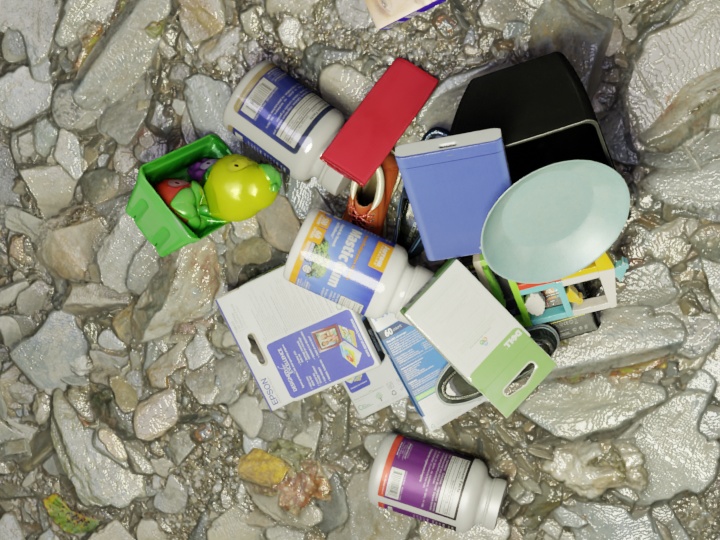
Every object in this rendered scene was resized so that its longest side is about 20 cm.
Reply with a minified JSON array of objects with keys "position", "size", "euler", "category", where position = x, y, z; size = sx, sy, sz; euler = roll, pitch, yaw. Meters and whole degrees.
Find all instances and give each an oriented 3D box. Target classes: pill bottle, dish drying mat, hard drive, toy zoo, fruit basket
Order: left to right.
[{"position":[-0.215,-0.124,1.623],"size":[0.215,0.216,0.156],"euler":[-39,90,20],"category":"fruit basket"},{"position":[-0.090,-0.203,1.613],"size":[0.199,0.120,0.120],"euler":[37,110,6],"category":"pill bottle"},{"position":[0.000,0.000,1.565],"size":[0.198,0.112,0.113],"euler":[23,108,1],"category":"pill bottle"},{"position":[0.028,-0.212,1.568],"size":[0.076,0.018,0.201],"euler":[33,72,7],"category":"dish drying mat"},{"position":[0.117,0.326,1.675],"size":[0.198,0.112,0.114],"euler":[15,106,12],"category":"pill bottle"},{"position":[0.129,-0.092,1.408],"size":[0.130,0.026,0.201],"euler":[-9,140,11],"category":"hard drive"},{"position":[0.267,0.010,1.512],"size":[0.198,0.021,0.132],"euler":[-15,124,18],"category":"toy zoo"}]

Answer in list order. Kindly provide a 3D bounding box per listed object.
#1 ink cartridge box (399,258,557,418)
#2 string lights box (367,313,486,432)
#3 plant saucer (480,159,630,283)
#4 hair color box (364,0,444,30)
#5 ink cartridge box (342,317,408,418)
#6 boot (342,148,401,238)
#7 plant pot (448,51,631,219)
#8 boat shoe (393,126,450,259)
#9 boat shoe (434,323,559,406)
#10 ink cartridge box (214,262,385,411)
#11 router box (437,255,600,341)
[{"position":[0.158,0.090,1.500],"size":[0.104,0.059,0.200],"euler":[-45,94,-3],"category":"ink cartridge box"},{"position":[0.097,0.125,1.646],"size":[0.102,0.059,0.201],"euler":[-28,93,-3],"category":"string lights box"},{"position":[0.241,-0.069,1.402],"size":[0.199,0.039,0.202],"euler":[-10,134,-10],"category":"plant saucer"},{"position":[0.094,-0.427,1.538],"size":[0.198,0.065,0.110],"euler":[-23,96,21],"category":"hair color box"},{"position":[-0.001,0.117,1.702],"size":[0.099,0.039,0.201],"euler":[-26,95,20],"category":"ink cartridge box"},{"position":[0.002,-0.079,1.622],"size":[0.074,0.107,0.202],"euler":[18,108,10],"category":"boot"},{"position":[0.232,-0.169,1.472],"size":[0.198,0.179,0.200],"euler":[-15,140,20],"category":"plant pot"},{"position":[0.097,-0.106,1.606],"size":[0.083,0.069,0.202],"euler":[14,106,13],"category":"boat shoe"},{"position":[0.186,0.134,1.564],"size":[0.199,0.071,0.072],"euler":[-33,90,18],"category":"boat shoe"},{"position":[-0.091,0.087,1.678],"size":[0.198,0.047,0.199],"euler":[-23,97,21],"category":"ink cartridge box"},{"position":[0.230,0.035,1.601],"size":[0.198,0.062,0.151],"euler":[-17,99,19],"category":"router box"}]
